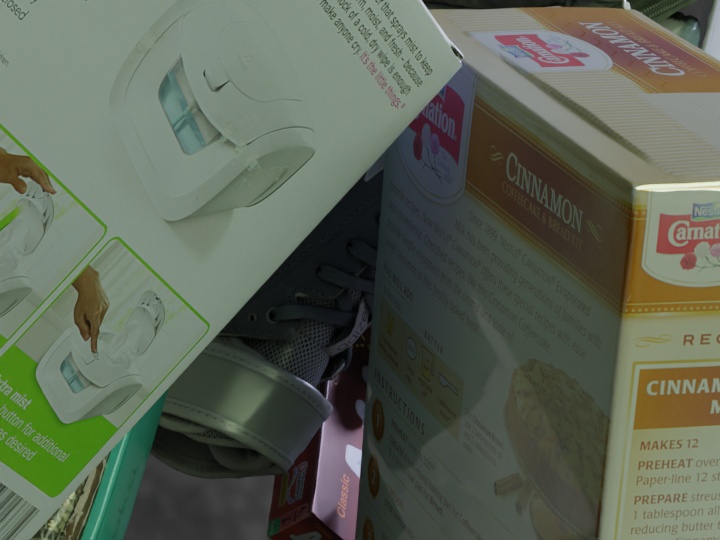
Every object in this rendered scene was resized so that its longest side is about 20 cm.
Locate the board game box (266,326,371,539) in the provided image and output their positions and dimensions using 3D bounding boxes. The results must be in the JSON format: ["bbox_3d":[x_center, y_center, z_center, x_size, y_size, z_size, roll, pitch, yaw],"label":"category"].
[{"bbox_3d":[0.020,0.031,0.902,0.103,0.019,0.201,42,34,-29],"label":"board game box"}]

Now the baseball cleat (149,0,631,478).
[{"bbox_3d":[0.000,0.000,0.823,0.070,0.199,0.107,42,34,-49],"label":"baseball cleat"}]

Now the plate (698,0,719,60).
[{"bbox_3d":[0.183,-0.049,1.106,0.200,0.032,0.201,32,64,-35],"label":"plate"}]

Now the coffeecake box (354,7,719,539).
[{"bbox_3d":[0.058,0.050,0.736,0.073,0.154,0.201,-2,110,-19],"label":"coffeecake box"}]

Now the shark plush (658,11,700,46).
[{"bbox_3d":[0.059,-0.015,0.921,0.200,0.090,0.084,-68,153,-61],"label":"shark plush"}]

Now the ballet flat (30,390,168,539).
[{"bbox_3d":[-0.065,-0.002,0.766,0.075,0.068,0.201,25,77,10],"label":"ballet flat"}]

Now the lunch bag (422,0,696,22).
[{"bbox_3d":[0.095,-0.158,0.953,0.199,0.167,0.140,-29,101,-40],"label":"lunch bag"}]

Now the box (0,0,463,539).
[{"bbox_3d":[-0.091,-0.048,0.637,0.177,0.097,0.200,-48,150,-3],"label":"box"}]
